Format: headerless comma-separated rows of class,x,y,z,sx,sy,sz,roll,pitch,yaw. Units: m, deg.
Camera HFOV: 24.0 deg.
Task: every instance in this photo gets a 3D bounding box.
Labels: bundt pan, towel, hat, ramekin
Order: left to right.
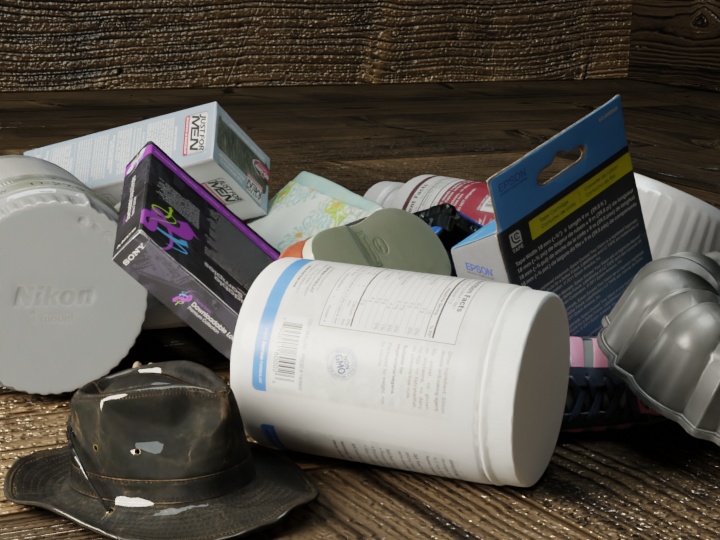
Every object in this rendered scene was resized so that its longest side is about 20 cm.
hat,-0.121,0.100,1.053,0.199,0.081,0.201,3,11,-1
towel,-0.069,-0.005,1.430,0.171,0.048,0.200,-40,23,-10
ramekin,0.244,-0.021,1.487,0.201,0.095,0.202,23,-4,2
bundt pan,0.273,0.052,1.198,0.201,0.076,0.202,19,24,-9

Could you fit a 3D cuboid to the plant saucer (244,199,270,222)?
plant saucer,-0.183,-0.051,1.650,0.199,0.030,0.200,0,9,0

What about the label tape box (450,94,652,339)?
label tape box,0.143,-0.015,1.257,0.144,0.201,0.063,-33,31,-30

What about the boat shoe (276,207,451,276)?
boat shoe,0.000,0.000,1.289,0.062,0.071,0.200,-38,-14,30

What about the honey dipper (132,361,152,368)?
honey dipper,-0.065,0.090,1.220,0.199,0.038,0.038,3,12,-1

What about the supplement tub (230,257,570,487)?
supplement tub,0.027,0.065,1.121,0.199,0.133,0.132,8,13,21

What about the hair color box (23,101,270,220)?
hair color box,-0.189,-0.077,1.485,0.199,0.061,0.099,-11,-31,23

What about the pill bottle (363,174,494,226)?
pill bottle,0.096,-0.032,1.645,0.199,0.114,0.113,12,15,39

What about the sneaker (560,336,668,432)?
sneaker,0.176,0.083,1.214,0.199,0.071,0.082,-10,16,-38

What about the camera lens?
camera lens,-0.256,0.001,1.310,0.159,0.161,0.200,-2,13,-21

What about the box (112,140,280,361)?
box,-0.118,-0.011,1.266,0.143,0.036,0.200,42,12,-18

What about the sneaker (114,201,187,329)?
sneaker,-0.170,-0.009,1.393,0.073,0.116,0.200,-1,0,-29

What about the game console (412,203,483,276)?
game console,0.022,0.022,1.475,0.170,0.119,0.199,30,-25,-31
